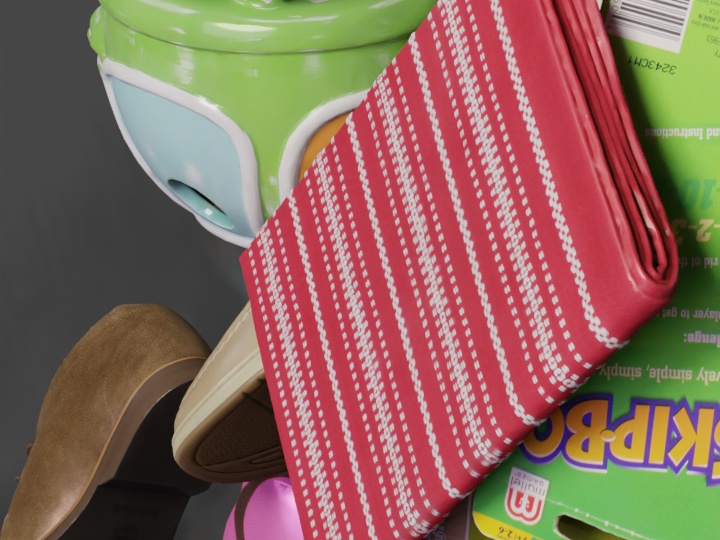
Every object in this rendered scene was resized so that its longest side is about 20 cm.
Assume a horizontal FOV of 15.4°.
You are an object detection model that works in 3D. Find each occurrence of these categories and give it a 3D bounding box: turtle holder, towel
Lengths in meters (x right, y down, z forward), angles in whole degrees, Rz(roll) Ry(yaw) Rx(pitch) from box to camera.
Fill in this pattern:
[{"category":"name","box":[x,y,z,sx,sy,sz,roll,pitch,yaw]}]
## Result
[{"category":"turtle holder","box":[-0.048,-0.083,1.058,0.185,0.141,0.132,8,117,21]},{"category":"towel","box":[0.025,0.000,0.833,0.200,0.022,0.145,-49,45,44]}]

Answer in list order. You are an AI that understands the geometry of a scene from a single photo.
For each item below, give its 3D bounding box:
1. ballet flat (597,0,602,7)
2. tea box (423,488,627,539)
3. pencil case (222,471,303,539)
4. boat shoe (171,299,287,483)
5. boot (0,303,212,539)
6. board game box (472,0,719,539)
[{"category":"ballet flat","box":[0.085,-0.032,1.012,0.067,0.062,0.201,20,101,49]},{"category":"tea box","box":[0.153,0.045,0.890,0.196,0.200,0.134,9,95,34]},{"category":"pencil case","box":[-0.016,0.139,1.072,0.094,0.090,0.201,35,113,61]},{"category":"boat shoe","box":[0.000,0.000,0.995,0.200,0.072,0.065,-45,50,18]},{"category":"boot","box":[-0.124,0.103,1.163,0.200,0.073,0.076,-55,45,17]},{"category":"board game box","box":[0.098,-0.003,0.791,0.095,0.030,0.201,20,97,34]}]
